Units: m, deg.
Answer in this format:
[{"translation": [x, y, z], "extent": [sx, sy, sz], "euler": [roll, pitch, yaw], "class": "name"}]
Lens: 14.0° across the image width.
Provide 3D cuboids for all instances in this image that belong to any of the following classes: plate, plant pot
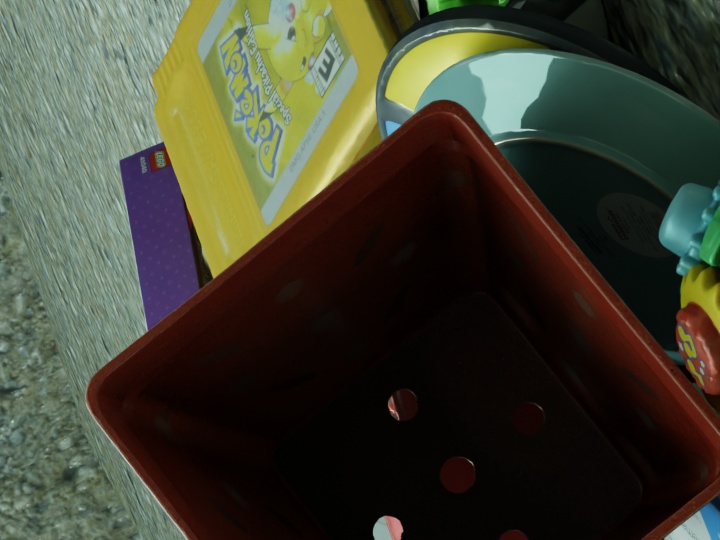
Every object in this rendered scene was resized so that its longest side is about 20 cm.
[{"translation": [0.107, -0.019, 1.307], "extent": [0.200, 0.026, 0.200], "euler": [24, 147, 16], "class": "plate"}, {"translation": [0.033, 0.078, 1.266], "extent": [0.200, 0.200, 0.176], "euler": [51, -179, 14], "class": "plant pot"}]

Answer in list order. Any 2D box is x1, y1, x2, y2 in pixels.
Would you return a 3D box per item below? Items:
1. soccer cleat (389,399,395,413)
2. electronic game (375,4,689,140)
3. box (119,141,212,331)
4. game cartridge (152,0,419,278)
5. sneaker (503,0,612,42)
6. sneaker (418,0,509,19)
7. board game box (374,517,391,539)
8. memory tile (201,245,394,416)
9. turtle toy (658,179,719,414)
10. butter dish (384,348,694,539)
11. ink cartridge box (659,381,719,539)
[{"translation": [0.005, 0.023, 1.470], "extent": [0.078, 0.069, 0.200], "euler": [54, 157, 10], "class": "soccer cleat"}, {"translation": [0.094, -0.043, 1.349], "extent": [0.200, 0.042, 0.200], "euler": [26, 147, 18], "class": "electronic game"}, {"translation": [-0.079, 0.042, 1.668], "extent": [0.137, 0.039, 0.201], "euler": [51, -158, -54], "class": "box"}, {"translation": [-0.041, -0.096, 1.495], "extent": [0.200, 0.032, 0.177], "euler": [-55, 44, 38], "class": "game cartridge"}, {"translation": [0.106, -0.072, 1.406], "extent": [0.080, 0.074, 0.200], "euler": [42, 161, 27], "class": "sneaker"}, {"translation": [0.056, -0.154, 1.414], "extent": [0.200, 0.076, 0.084], "euler": [98, 159, -51], "class": "sneaker"}, {"translation": [0.053, 0.148, 1.720], "extent": [0.200, 0.105, 0.103], "euler": [9, -118, -74], "class": "board game box"}, {"translation": [0.000, 0.000, 1.546], "extent": [0.153, 0.017, 0.200], "euler": [51, 139, 5], "class": "memory tile"}, {"translation": [0.182, 0.020, 1.138], "extent": [0.200, 0.101, 0.146], "euler": [40, 151, 64], "class": "turtle toy"}, {"translation": [0.081, 0.122, 1.464], "extent": [0.148, 0.199, 0.201], "euler": [-27, 86, 48], "class": "butter dish"}, {"translation": [0.205, 0.161, 1.342], "extent": [0.145, 0.084, 0.201], "euler": [48, 158, 57], "class": "ink cartridge box"}]
